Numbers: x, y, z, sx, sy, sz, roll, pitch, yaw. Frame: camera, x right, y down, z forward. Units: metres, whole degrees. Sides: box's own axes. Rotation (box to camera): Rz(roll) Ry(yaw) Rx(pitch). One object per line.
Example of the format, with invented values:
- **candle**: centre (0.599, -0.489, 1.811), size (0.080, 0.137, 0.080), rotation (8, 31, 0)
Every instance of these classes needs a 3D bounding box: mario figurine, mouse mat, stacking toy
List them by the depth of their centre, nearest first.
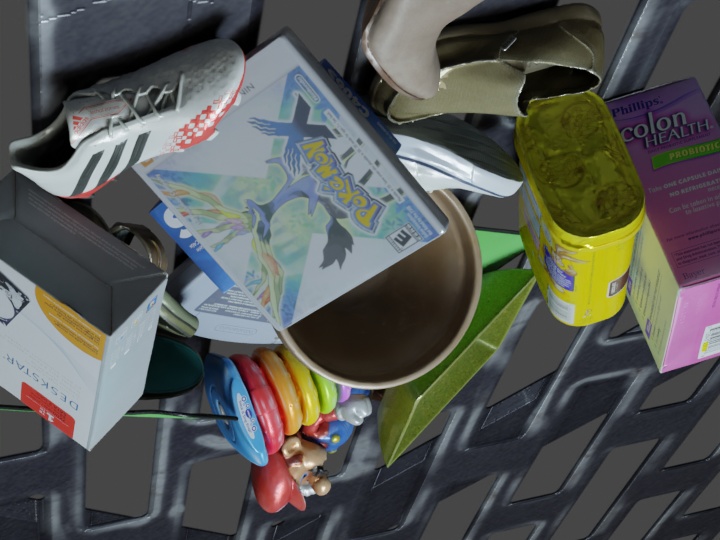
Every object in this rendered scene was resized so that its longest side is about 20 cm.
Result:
- **mouse mat**: centre (-0.228, 0.132, 1.474), size (0.200, 0.008, 0.161), rotation (0, 174, 12)
- **mouse mat**: centre (0.078, 0.001, 1.560), size (0.161, 0.008, 0.200), rotation (-35, 161, 26)
- **stacking toy**: centre (-0.049, 0.110, 1.607), size (0.200, 0.116, 0.110), rotation (-21, -171, -17)
- **mario figurine**: centre (-0.031, 0.184, 1.677), size (0.200, 0.106, 0.124), rotation (-47, 134, -22)

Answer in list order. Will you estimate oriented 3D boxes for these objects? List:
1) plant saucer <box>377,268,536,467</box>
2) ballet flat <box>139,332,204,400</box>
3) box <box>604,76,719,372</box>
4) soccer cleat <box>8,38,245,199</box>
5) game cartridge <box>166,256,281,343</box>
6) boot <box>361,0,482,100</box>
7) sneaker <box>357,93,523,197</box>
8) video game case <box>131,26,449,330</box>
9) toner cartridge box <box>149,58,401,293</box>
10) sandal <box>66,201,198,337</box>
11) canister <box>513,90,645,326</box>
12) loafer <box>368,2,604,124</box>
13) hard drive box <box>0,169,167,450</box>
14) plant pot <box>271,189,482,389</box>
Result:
- **plant saucer**: centre (0.088, 0.090, 1.643), size (0.200, 0.048, 0.200), rotation (-45, 168, -25)
- **ballet flat**: centre (-0.249, 0.093, 1.522), size (0.200, 0.070, 0.069), rotation (6, 144, -35)
- **box**: centre (0.290, -0.039, 1.448), size (0.097, 0.200, 0.176), rotation (-17, 152, -4)
- **soccer cleat**: centre (-0.174, -0.115, 1.177), size (0.200, 0.069, 0.085), rotation (-27, 156, 25)
- **game cartridge**: centre (-0.096, 0.021, 1.501), size (0.200, 0.042, 0.133), rotation (12, 144, -44)
- **boot**: centre (0.063, -0.205, 1.132), size (0.146, 0.070, 0.200), rotation (-17, 145, 23)
- **sneaker**: centre (0.045, -0.094, 1.338), size (0.200, 0.073, 0.071), rotation (16, 127, -30)
- **video game case**: centre (-0.061, -0.065, 1.237), size (0.182, 0.022, 0.200), rotation (-31, 109, 30)
- **toner cartridge box**: centre (-0.071, -0.073, 1.278), size (0.200, 0.095, 0.043), rotation (-37, -168, 32)
- **sandal**: centre (-0.197, -0.008, 1.364), size (0.057, 0.080, 0.201), rotation (-57, 146, -13)
- **canister**: centre (0.193, -0.051, 1.429), size (0.086, 0.149, 0.200), rotation (-18, 155, -3)
- **loafer**: centre (0.105, -0.157, 1.265), size (0.200, 0.068, 0.076), rotation (-19, 152, 0)
- **hard drive box**: centre (-0.250, 0.036, 1.298), size (0.077, 0.156, 0.200), rotation (-50, 169, -33)
- **plant pot**: centre (0.000, 0.000, 1.412), size (0.201, 0.201, 0.093), rotation (-8, -171, -20)
